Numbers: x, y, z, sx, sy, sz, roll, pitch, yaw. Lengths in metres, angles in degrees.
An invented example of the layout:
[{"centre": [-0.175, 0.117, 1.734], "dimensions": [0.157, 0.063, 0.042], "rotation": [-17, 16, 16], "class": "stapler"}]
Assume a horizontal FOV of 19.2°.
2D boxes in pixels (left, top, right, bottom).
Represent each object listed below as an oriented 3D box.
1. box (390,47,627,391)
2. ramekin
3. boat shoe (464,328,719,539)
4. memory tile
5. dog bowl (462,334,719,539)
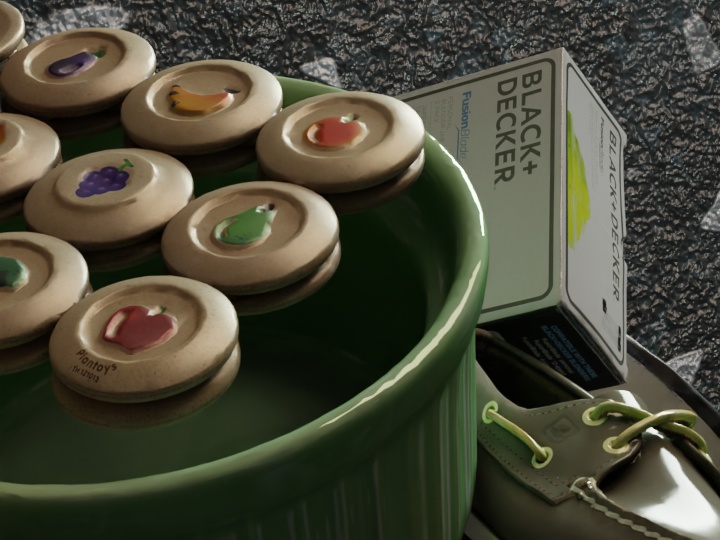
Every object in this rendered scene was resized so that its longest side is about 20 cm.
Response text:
[{"centre": [0.000, 0.000, 0.808], "dimensions": [0.199, 0.117, 0.060], "rotation": [-13, -37, 26], "class": "box"}, {"centre": [-0.058, 0.035, 0.622], "dimensions": [0.198, 0.098, 0.201], "rotation": [-5, 36, 4], "class": "ramekin"}, {"centre": [0.070, 0.064, 0.645], "dimensions": [0.072, 0.061, 0.201], "rotation": [14, 4, -26], "class": "boat shoe"}, {"centre": [-0.092, -0.026, 0.612], "dimensions": [0.199, 0.017, 0.153], "rotation": [15, 41, 29], "class": "memory tile"}, {"centre": [0.068, 0.093, 0.866], "dimensions": [0.199, 0.074, 0.201], "rotation": [31, -27, 17], "class": "dog bowl"}]
